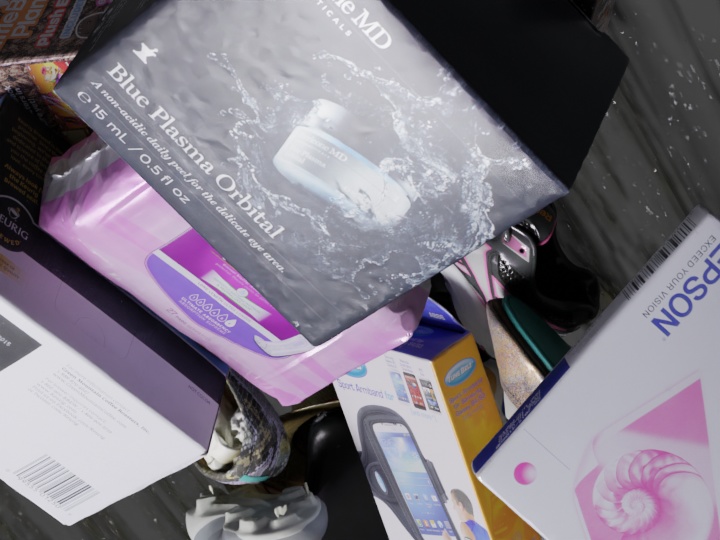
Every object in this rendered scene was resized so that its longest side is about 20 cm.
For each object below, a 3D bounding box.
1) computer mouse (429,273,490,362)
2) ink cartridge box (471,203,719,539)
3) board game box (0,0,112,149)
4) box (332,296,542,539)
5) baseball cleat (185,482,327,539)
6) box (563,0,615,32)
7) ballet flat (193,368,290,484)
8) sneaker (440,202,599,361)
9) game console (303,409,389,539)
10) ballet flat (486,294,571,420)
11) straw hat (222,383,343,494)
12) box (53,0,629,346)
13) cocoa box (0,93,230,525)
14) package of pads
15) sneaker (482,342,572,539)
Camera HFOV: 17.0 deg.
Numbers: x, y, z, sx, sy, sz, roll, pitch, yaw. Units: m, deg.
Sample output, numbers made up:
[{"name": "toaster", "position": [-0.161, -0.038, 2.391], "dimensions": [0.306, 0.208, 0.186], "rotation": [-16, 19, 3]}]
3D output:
[{"name": "computer mouse", "position": [0.000, 0.000, 1.524], "dimensions": [0.198, 0.046, 0.141], "rotation": [4, 131, 19]}, {"name": "ink cartridge box", "position": [0.197, 0.102, 1.331], "dimensions": [0.200, 0.197, 0.043], "rotation": [40, -175, -6]}, {"name": "board game box", "position": [-0.120, -0.101, 1.403], "dimensions": [0.198, 0.097, 0.160], "rotation": [-3, 136, 22]}, {"name": "box", "position": [0.041, 0.103, 1.461], "dimensions": [0.119, 0.041, 0.201], "rotation": [11, 129, 53]}, {"name": "baseball cleat", "position": [-0.058, 0.189, 1.548], "dimensions": [0.200, 0.069, 0.107], "rotation": [-179, 74, -75]}, {"name": "box", "position": [0.062, -0.143, 1.260], "dimensions": [0.136, 0.040, 0.200], "rotation": [31, 151, 11]}, {"name": "ballet flat", "position": [-0.122, 0.055, 1.530], "dimensions": [0.201, 0.072, 0.072], "rotation": [51, 154, 11]}, {"name": "sneaker", "position": [0.071, -0.033, 1.402], "dimensions": [0.086, 0.081, 0.200], "rotation": [-16, 132, 42]}, {"name": "game console", "position": [0.052, 0.141, 1.619], "dimensions": [0.198, 0.117, 0.177], "rotation": [0, 121, -9]}, {"name": "ballet flat", "position": [0.130, 0.103, 1.383], "dimensions": [0.200, 0.068, 0.067], "rotation": [44, 107, 0]}, {"name": "straw hat", "position": [-0.002, 0.090, 1.626], "dimensions": [0.199, 0.086, 0.202], "rotation": [-4, 151, -2]}, {"name": "box", "position": [-0.010, -0.098, 1.196], "dimensions": [0.197, 0.118, 0.200], "rotation": [44, 133, -15]}, {"name": "cocoa box", "position": [-0.185, 0.025, 1.387], "dimensions": [0.133, 0.132, 0.200], "rotation": [-29, 123, 37]}, {"name": "package of pads", "position": [-0.068, -0.019, 1.342], "dimensions": [0.200, 0.076, 0.120], "rotation": [38, 131, -27]}, {"name": "sneaker", "position": [0.120, 0.136, 1.514], "dimensions": [0.075, 0.088, 0.201], "rotation": [43, 150, 50]}]
